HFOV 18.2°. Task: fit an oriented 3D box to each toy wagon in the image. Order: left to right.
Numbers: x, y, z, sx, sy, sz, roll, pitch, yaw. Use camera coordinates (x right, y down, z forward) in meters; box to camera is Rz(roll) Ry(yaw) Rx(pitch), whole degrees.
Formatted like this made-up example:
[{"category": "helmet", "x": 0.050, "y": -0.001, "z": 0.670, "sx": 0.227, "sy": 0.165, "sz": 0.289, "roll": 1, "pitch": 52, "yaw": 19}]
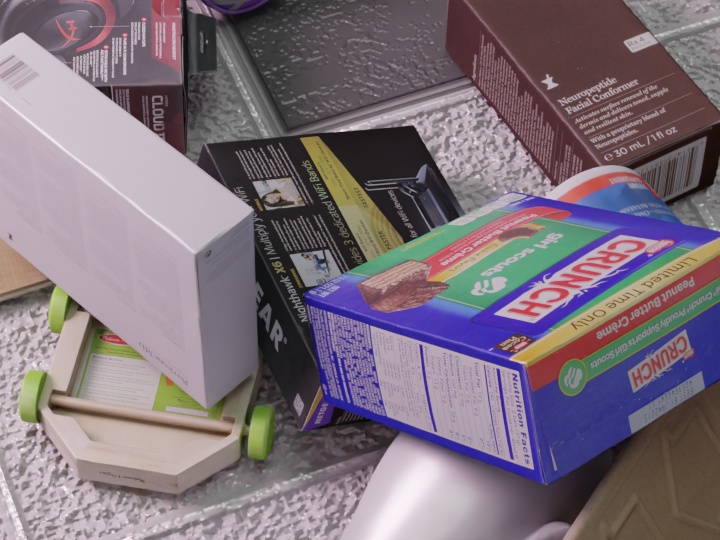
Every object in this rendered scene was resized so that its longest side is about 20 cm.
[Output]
[{"category": "toy wagon", "x": -0.120, "y": 0.045, "z": 1.406, "sx": 0.154, "sy": 0.040, "sz": 0.201, "roll": 9, "pitch": 52, "yaw": 5}]

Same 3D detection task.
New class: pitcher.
[{"category": "pitcher", "x": 0.064, "y": 0.155, "z": 1.261, "sx": 0.200, "sy": 0.122, "sz": 0.171, "roll": -40, "pitch": 36, "yaw": -23}]

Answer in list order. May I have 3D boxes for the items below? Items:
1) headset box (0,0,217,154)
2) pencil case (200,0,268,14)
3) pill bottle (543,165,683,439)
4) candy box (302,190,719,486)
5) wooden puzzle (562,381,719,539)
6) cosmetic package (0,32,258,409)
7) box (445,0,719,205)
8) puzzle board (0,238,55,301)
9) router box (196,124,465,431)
[{"category": "headset box", "x": -0.196, "y": -0.153, "z": 1.516, "sx": 0.198, "sy": 0.075, "sz": 0.149, "roll": -2, "pitch": 52, "yaw": -4}, {"category": "pencil case", "x": -0.116, "y": -0.274, "z": 1.623, "sx": 0.085, "sy": 0.084, "sz": 0.201, "roll": -28, "pitch": 58, "yaw": -4}, {"category": "pill bottle", "x": 0.183, "y": 0.040, "z": 1.371, "sx": 0.112, "sy": 0.113, "sz": 0.200, "roll": -26, "pitch": 57, "yaw": -20}, {"category": "candy box", "x": 0.093, "y": 0.030, "z": 1.245, "sx": 0.168, "sy": 0.078, "sz": 0.199, "roll": -26, "pitch": 25, "yaw": -31}, {"category": "wooden puzzle", "x": 0.178, "y": 0.172, "z": 1.253, "sx": 0.046, "sy": 0.186, "sz": 0.200, "roll": -1, "pitch": 40, "yaw": 51}, {"category": "cosmetic package", "x": -0.146, "y": -0.029, "z": 1.343, "sx": 0.200, "sy": 0.151, "sz": 0.052, "roll": 38, "pitch": 58, "yaw": 25}, {"category": "box", "x": 0.150, "y": -0.128, "z": 1.526, "sx": 0.100, "sy": 0.075, "sz": 0.200, "roll": -24, "pitch": 55, "yaw": -18}, {"category": "puzzle board", "x": -0.243, "y": -0.062, "z": 1.501, "sx": 0.150, "sy": 0.017, "sz": 0.201, "roll": -17, "pitch": 55, "yaw": -16}, {"category": "router box", "x": 0.000, "y": 0.000, "z": 1.407, "sx": 0.156, "sy": 0.052, "sz": 0.201, "roll": -6, "pitch": 50, "yaw": -28}]
